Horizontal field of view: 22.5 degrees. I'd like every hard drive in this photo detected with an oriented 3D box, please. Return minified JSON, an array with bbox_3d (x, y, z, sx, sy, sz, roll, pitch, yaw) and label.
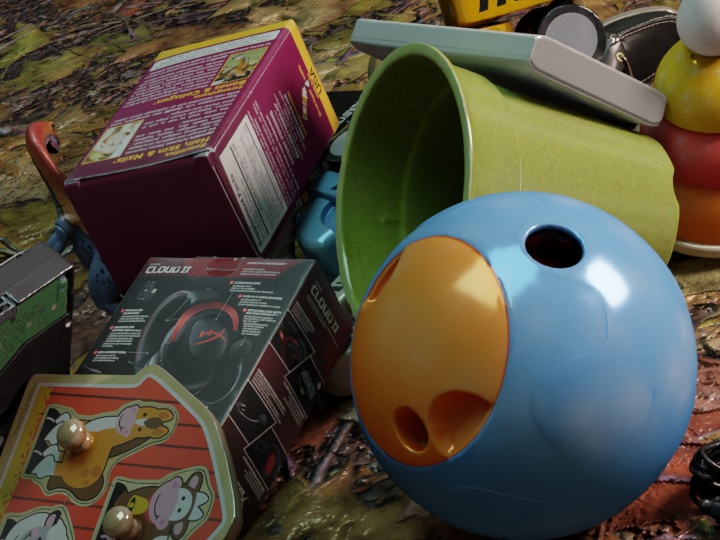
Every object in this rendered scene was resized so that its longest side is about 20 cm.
[{"bbox_3d":[-0.254,0.088,1.207,0.038,0.200,0.140,35,51,20],"label":"hard drive"},{"bbox_3d":[0.102,-0.142,1.286,0.132,0.026,0.200,19,-1,-37],"label":"hard drive"}]

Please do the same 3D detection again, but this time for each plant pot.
[{"bbox_3d":[0.108,-0.043,1.242,0.190,0.200,0.200,6,16,-26],"label":"plant pot"}]

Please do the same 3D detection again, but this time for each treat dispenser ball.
[{"bbox_3d":[0.093,0.055,1.045,0.200,0.201,0.201,-14,26,7],"label":"treat dispenser ball"}]

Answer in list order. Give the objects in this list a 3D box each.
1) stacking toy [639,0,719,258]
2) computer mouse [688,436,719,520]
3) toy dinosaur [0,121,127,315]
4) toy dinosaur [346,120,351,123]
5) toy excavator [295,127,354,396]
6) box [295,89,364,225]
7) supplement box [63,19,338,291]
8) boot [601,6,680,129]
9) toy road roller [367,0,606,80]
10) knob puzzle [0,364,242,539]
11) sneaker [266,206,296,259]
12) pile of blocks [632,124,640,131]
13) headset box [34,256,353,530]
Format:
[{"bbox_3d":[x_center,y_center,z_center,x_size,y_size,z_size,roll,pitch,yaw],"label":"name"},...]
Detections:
[{"bbox_3d":[0.254,-0.121,1.276,0.146,0.200,0.146,-5,45,5],"label":"stacking toy"},{"bbox_3d":[0.278,0.106,1.009,0.140,0.046,0.200,-32,29,-30],"label":"computer mouse"},{"bbox_3d":[-0.198,-0.034,1.422,0.200,0.182,0.105,-3,28,25],"label":"toy dinosaur"},{"bbox_3d":[0.044,-0.092,1.501,0.102,0.077,0.200,-18,11,6],"label":"toy dinosaur"},{"bbox_3d":[0.000,0.000,1.361,0.200,0.100,0.194,-44,35,-19],"label":"toy excavator"},{"bbox_3d":[-0.082,-0.099,1.637,0.159,0.049,0.200,0,31,35],"label":"box"},{"bbox_3d":[-0.114,-0.090,1.369,0.131,0.103,0.200,-9,31,26],"label":"supplement box"},{"bbox_3d":[0.209,-0.149,1.527,0.200,0.073,0.151,-24,25,-5],"label":"boot"},{"bbox_3d":[0.095,-0.214,1.460,0.200,0.146,0.123,-16,8,-2],"label":"toy road roller"},{"bbox_3d":[-0.160,0.144,1.112,0.219,0.030,0.220,-16,52,22],"label":"knob puzzle"},{"bbox_3d":[-0.091,-0.010,1.411,0.082,0.075,0.200,1,26,-4],"label":"sneaker"},{"bbox_3d":[0.155,-0.087,1.425,0.200,0.082,0.062,9,25,-2],"label":"pile of blocks"},{"bbox_3d":[-0.107,0.071,1.230,0.148,0.075,0.200,0,46,32],"label":"headset box"}]
